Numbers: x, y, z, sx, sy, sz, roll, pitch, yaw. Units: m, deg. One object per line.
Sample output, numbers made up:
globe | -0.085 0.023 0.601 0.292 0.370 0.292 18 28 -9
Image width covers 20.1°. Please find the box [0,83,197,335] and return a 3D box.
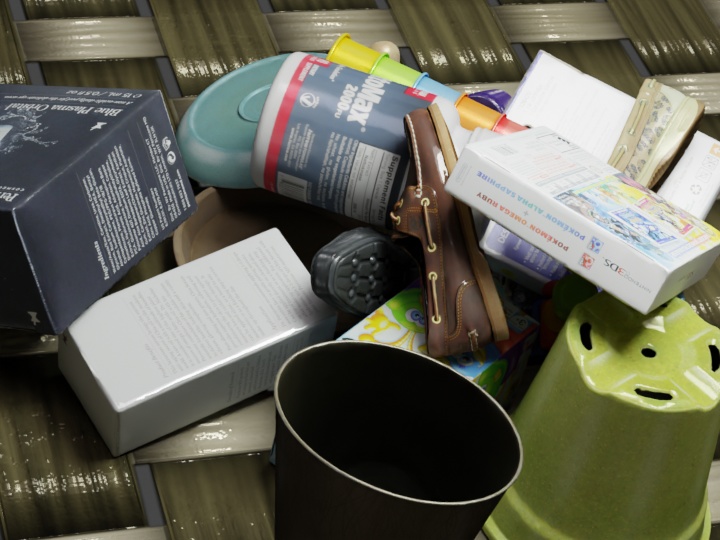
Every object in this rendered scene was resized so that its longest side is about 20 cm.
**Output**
box | -0.273 -0.055 1.632 0.196 0.118 0.200 5 35 33

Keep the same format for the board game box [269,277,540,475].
board game box | 0.036 0.097 1.615 0.103 0.105 0.200 35 47 21

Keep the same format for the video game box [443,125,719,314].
video game box | 0.179 -0.044 1.576 0.182 0.047 0.200 31 18 16

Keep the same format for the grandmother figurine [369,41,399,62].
grandmother figurine | -0.008 -0.137 1.867 0.121 0.061 0.200 -28 28 20

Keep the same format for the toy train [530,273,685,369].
toy train | 0.165 0.037 1.662 0.199 0.116 0.085 3 71 1

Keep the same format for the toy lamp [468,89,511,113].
toy lamp | 0.088 -0.119 1.882 0.058 0.058 0.200 28 37 15

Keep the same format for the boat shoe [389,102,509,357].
boat shoe | 0.058 -0.032 1.584 0.070 0.070 0.201 -15 72 3

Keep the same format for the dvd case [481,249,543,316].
dvd case | 0.155 -0.004 1.816 0.145 0.022 0.200 7 41 -8

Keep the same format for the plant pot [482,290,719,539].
plant pot | 0.199 0.120 1.574 0.199 0.185 0.201 7 43 -7

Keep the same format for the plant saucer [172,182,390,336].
plant saucer | -0.064 -0.008 1.756 0.199 0.030 0.200 8 42 -7

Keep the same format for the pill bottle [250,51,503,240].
pill bottle | 0.020 -0.098 1.695 0.199 0.120 0.120 18 42 7

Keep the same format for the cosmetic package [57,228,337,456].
cosmetic package | -0.129 0.055 1.615 0.199 0.071 0.102 -22 59 -24

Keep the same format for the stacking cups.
stacking cups | 0.062 -0.141 1.757 0.199 0.061 0.061 25 43 14

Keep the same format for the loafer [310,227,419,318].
loafer | 0.000 0.000 1.656 0.070 0.068 0.200 11 7 22

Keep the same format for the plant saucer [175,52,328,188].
plant saucer | -0.077 -0.143 1.838 0.199 0.027 0.200 -11 35 8

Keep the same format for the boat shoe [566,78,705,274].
boat shoe | 0.219 -0.078 1.731 0.063 0.073 0.200 33 63 12

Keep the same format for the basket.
basket | 0.007 0.173 1.454 0.180 0.200 0.136 24 42 10

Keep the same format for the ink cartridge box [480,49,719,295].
ink cartridge box | 0.200 -0.065 1.782 0.199 0.047 0.198 27 72 11
